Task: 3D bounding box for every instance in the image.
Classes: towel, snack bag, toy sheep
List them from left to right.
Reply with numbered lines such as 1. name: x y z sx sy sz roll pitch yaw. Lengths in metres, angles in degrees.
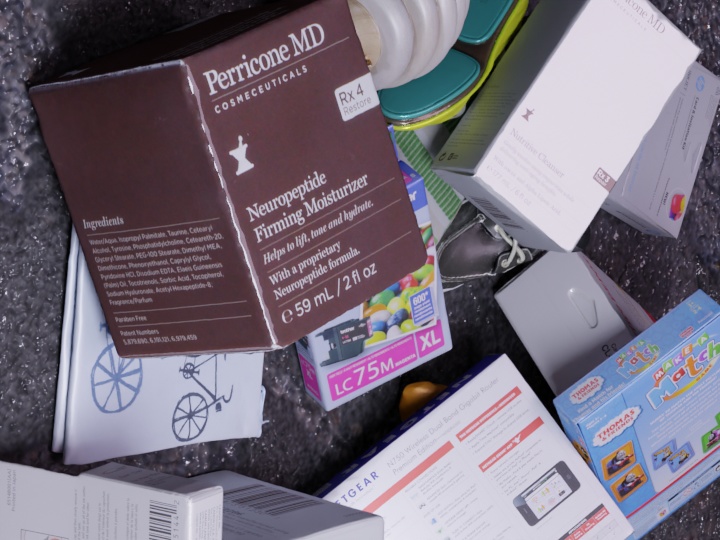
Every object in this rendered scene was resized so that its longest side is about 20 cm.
1. snack bag: -0.136 0.037 1.607 0.200 0.021 0.189 -4 102 -47
2. toy sheep: 0.018 -0.204 1.649 0.200 0.138 0.138 -38 125 -44
3. towel: 0.044 -0.104 1.760 0.200 0.023 0.153 -57 130 -28

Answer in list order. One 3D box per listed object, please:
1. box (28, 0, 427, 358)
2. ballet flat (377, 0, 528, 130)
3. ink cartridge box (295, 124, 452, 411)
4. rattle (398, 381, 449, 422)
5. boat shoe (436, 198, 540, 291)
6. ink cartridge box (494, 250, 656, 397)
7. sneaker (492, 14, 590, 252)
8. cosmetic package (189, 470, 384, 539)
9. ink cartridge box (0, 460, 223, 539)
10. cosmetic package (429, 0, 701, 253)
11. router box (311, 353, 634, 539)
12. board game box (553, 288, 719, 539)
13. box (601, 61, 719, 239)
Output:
1. box: -0.088 -0.062 1.502 0.166 0.164 0.201 -30 108 -42
2. ballet flat: 0.075 -0.159 1.734 0.200 0.067 0.067 -53 156 -33
3. ink cartridge box: 0.000 0.000 1.688 0.119 0.042 0.200 -26 127 -19
4. rattle: 0.098 0.204 1.800 0.143 0.130 0.201 46 47 -61
5. boat shoe: 0.114 -0.035 1.838 0.200 0.064 0.071 -31 120 -39
6. ink cartridge box: 0.218 0.080 1.899 0.086 0.148 0.200 -40 141 12
7. sneaker: 0.168 -0.118 1.802 0.076 0.087 0.201 9 66 -65
8. cosmetic package: -0.098 0.267 1.589 0.166 0.167 0.201 -9 104 -48
9. ink cartridge box: -0.178 0.229 1.494 0.045 0.176 0.201 -14 110 -59
10. cosmetic package: 0.159 -0.126 1.727 0.113 0.081 0.200 37 81 -24
11. router box: 0.085 0.195 1.757 0.200 0.049 0.180 -37 95 -11
12. board game box: 0.244 0.124 1.808 0.151 0.037 0.200 -36 141 -10
13. box: 0.239 -0.132 1.976 0.200 0.041 0.156 24 81 -47
